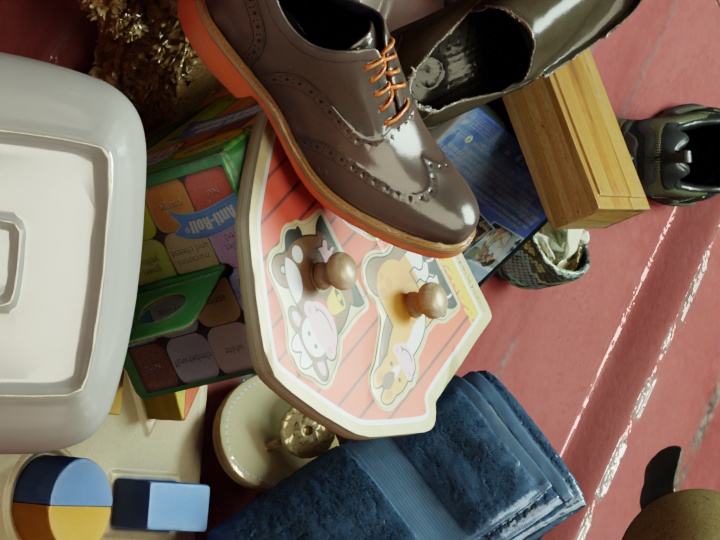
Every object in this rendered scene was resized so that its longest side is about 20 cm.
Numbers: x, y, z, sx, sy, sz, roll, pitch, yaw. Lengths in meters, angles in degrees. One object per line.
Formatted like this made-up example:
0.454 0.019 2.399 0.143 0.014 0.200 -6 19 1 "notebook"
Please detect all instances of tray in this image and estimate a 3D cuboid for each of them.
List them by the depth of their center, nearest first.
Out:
0.110 -0.124 1.730 0.099 0.037 0.200 -2 70 -67 "tray"

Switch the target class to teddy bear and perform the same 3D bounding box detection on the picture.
-0.095 -0.168 1.544 0.145 0.067 0.200 -44 161 -19 "teddy bear"

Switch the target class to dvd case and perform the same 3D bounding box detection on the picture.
0.028 -0.010 1.738 0.200 0.018 0.143 -44 145 9 "dvd case"

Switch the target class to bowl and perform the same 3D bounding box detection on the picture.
-0.195 -0.009 1.400 0.200 0.075 0.200 6 92 -24 "bowl"

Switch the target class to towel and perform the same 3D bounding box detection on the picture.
0.018 0.142 1.655 0.200 0.112 0.049 -32 162 -16 "towel"

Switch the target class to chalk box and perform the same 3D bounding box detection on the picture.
-0.072 -0.017 1.563 0.200 0.125 0.124 -42 113 -54 "chalk box"

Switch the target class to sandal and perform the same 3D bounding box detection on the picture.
0.003 0.085 1.729 0.212 0.070 0.078 3 64 -53 "sandal"

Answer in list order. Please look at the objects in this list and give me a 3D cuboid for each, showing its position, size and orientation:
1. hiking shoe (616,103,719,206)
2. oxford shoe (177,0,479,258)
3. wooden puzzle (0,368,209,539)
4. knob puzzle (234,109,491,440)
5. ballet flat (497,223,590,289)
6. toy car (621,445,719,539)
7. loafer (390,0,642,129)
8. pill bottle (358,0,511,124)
0.244 -0.077 2.054 0.200 0.101 0.076 -10 105 -53 "hiking shoe"
-0.003 -0.086 1.483 0.200 0.073 0.071 43 44 -15 "oxford shoe"
-0.137 0.092 1.602 0.185 0.046 0.200 9 89 -55 "wooden puzzle"
0.000 0.000 1.525 0.220 0.030 0.220 24 60 -50 "knob puzzle"
0.117 -0.081 1.906 0.074 0.074 0.200 -38 125 -45 "ballet flat"
0.197 0.188 1.661 0.158 0.164 0.200 51 44 -46 "toy car"
0.090 -0.132 1.631 0.200 0.071 0.073 -34 110 -14 "loafer"
0.023 -0.123 1.727 0.200 0.112 0.113 39 65 -51 "pill bottle"
